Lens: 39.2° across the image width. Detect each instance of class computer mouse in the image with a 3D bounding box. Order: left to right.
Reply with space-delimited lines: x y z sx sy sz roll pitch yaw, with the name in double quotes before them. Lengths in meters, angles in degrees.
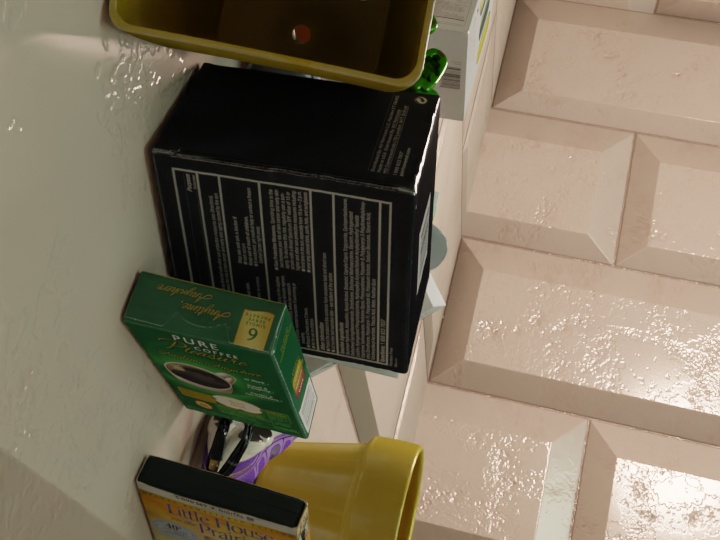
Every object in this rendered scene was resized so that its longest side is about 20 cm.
"computer mouse" -0.117 0.091 0.933 0.034 0.058 0.204 26 67 -48

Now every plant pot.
"plant pot" -0.039 -0.226 0.703 0.176 0.196 0.204 54 47 -88
"plant pot" -0.031 0.294 1.243 0.201 0.185 0.205 12 90 -79

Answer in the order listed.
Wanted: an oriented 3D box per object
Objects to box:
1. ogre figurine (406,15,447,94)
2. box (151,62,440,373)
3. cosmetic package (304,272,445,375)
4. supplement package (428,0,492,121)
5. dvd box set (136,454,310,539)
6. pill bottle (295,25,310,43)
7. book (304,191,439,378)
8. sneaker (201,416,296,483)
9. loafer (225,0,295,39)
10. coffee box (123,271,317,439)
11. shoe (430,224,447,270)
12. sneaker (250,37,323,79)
"ogre figurine" 0.040 -0.194 1.013 0.120 0.097 0.203 -58 -135 53
"box" -0.044 -0.041 0.808 0.202 0.195 0.124 91 12 -45
"cosmetic package" -0.002 0.067 1.188 0.052 0.198 0.151 62 9 4
"supplement package" 0.091 -0.335 1.363 0.153 0.148 0.202 86 18 -52
"dvd box set" -0.111 0.244 0.884 0.202 0.144 0.030 90 17 -47
"pill bottle" -0.017 -0.299 0.946 0.106 0.104 0.204 0 101 -79
"book" 0.000 0.000 1.074 0.048 0.131 0.204 180 -75 -79
"sneaker" -0.117 0.176 1.040 0.084 0.080 0.200 -64 165 12
"loafer" -0.060 -0.275 0.847 0.072 0.062 0.203 70 32 -70
"coffee box" -0.104 0.073 0.815 0.201 0.121 0.045 77 28 -62
"shoe" 0.012 -0.077 1.165 0.072 0.199 0.091 -51 -157 1
"sneaker" -0.078 -0.107 0.909 0.088 0.073 0.203 -59 159 -49
